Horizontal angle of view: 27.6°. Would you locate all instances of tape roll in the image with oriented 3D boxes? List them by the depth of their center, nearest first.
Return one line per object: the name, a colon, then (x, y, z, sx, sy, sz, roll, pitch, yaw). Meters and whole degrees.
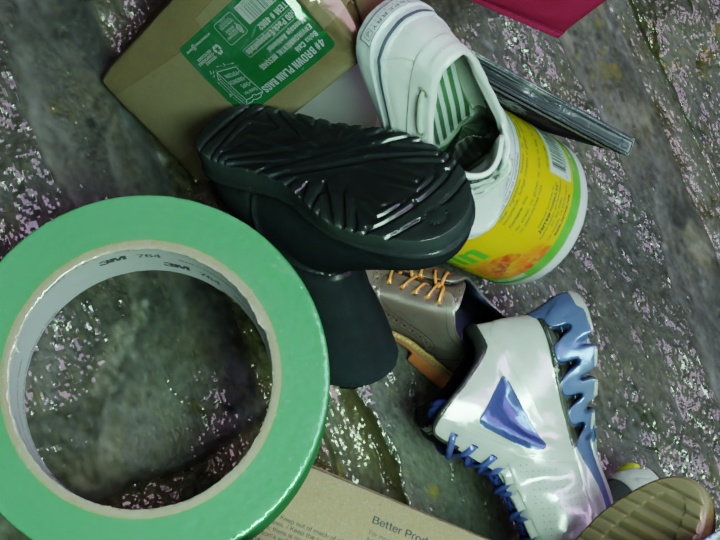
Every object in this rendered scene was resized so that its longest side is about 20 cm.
tape roll: (-0.116, 0.061, 0.791, 0.199, 0.048, 0.201, 0, 76, -1)

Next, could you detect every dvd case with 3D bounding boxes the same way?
dvd case: (0.076, -0.129, 1.001, 0.148, 0.200, 0.016, 24, 93, -28)

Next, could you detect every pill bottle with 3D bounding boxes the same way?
pill bottle: (0.052, -0.068, 0.976, 0.200, 0.111, 0.112, 22, 59, -42)

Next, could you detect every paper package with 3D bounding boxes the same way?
paper package: (-0.045, -0.178, 0.911, 0.103, 0.200, 0.191, 41, 53, -15)

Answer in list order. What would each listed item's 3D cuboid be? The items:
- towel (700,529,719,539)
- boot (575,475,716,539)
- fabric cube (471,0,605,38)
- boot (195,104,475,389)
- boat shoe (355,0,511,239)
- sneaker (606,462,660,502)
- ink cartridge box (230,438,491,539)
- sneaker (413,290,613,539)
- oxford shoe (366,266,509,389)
towel: (0.163, 0.245, 0.833, 0.144, 0.024, 0.201, -26, 132, -21)
boot: (0.179, 0.225, 0.900, 0.166, 0.072, 0.200, 26, 99, -46)
fabric cube: (0.093, -0.280, 0.797, 0.196, 0.199, 0.201, 15, 61, -31)
boot: (0.000, 0.000, 0.847, 0.076, 0.200, 0.169, -44, 135, -28)
boat shoe: (0.051, -0.068, 0.835, 0.074, 0.067, 0.200, -43, 144, -6)
sneaker: (0.202, 0.235, 1.008, 0.084, 0.075, 0.201, -19, 64, -17)
ink cartridge box: (-0.005, 0.214, 0.832, 0.199, 0.075, 0.165, 24, 56, -8)
sneaker: (0.095, 0.118, 0.940, 0.115, 0.081, 0.200, -6, 86, -7)
oxford shoe: (0.031, 0.009, 0.975, 0.200, 0.073, 0.072, 33, 55, -23)
